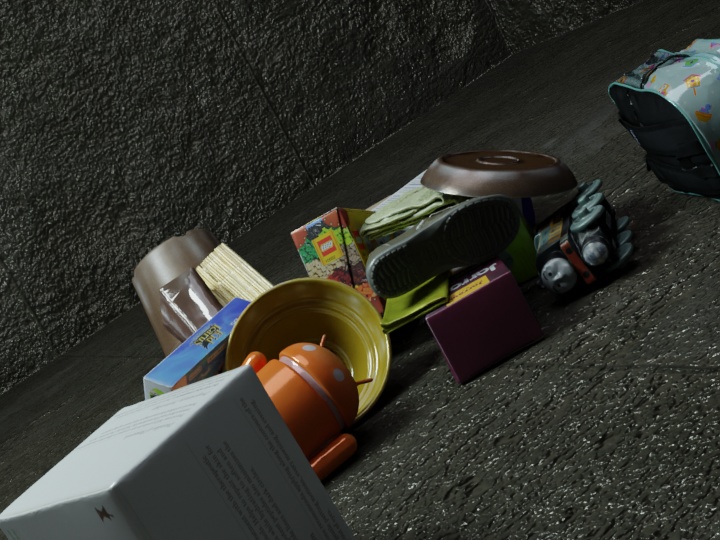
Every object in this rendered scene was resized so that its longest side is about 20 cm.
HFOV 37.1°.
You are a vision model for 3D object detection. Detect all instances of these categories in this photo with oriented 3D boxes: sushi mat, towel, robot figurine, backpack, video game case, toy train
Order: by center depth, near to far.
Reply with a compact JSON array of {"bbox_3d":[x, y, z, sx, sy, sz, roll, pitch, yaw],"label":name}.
[{"bbox_3d":[-0.083,0.159,1.164,0.200,0.117,0.143,-42,23,-19],"label":"robot figurine"},{"bbox_3d":[0.067,0.017,1.252,0.085,0.018,0.200,-30,12,14],"label":"towel"},{"bbox_3d":[0.408,-0.178,1.268,0.152,0.177,0.200,-32,15,6],"label":"backpack"},{"bbox_3d":[0.261,-0.035,1.279,0.113,0.085,0.200,-38,9,22],"label":"toy train"},{"bbox_3d":[-0.184,0.161,1.311,0.045,0.184,0.200,15,32,22],"label":"video game case"},{"bbox_3d":[0.091,-0.093,1.431,0.146,0.037,0.200,-19,6,27],"label":"towel"},{"bbox_3d":[-0.170,0.043,1.518,0.096,0.012,0.199,-47,54,-8],"label":"sushi mat"}]

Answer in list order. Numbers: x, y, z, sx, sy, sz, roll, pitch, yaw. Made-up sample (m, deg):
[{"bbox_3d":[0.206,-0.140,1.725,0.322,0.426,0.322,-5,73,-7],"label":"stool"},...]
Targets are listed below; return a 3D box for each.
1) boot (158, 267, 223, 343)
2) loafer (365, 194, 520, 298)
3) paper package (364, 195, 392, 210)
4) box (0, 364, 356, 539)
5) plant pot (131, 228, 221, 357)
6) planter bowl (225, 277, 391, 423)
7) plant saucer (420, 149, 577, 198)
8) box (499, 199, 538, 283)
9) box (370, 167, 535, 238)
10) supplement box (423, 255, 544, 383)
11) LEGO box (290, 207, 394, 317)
[{"bbox_3d":[-0.232,0.118,1.487,0.188,0.199,0.064,-57,-32,8],"label":"boot"},{"bbox_3d":[0.088,-0.036,1.220,0.197,0.076,0.070,-22,20,-13],"label":"loafer"},{"bbox_3d":[0.008,-0.032,1.831,0.198,0.105,0.191,-30,11,-2],"label":"paper package"},{"bbox_3d":[-0.148,0.221,0.889,0.198,0.201,0.171,-21,14,42],"label":"box"},{"bbox_3d":[-0.243,0.060,1.651,0.198,0.200,0.201,-31,-18,-11],"label":"plant pot"},{"bbox_3d":[-0.059,0.117,1.295,0.199,0.201,0.084,-32,-23,-11],"label":"planter bowl"},{"bbox_3d":[0.173,-0.124,1.341,0.196,0.033,0.201,0,16,0],"label":"plant saucer"},{"bbox_3d":[0.128,-0.012,1.381,0.198,0.122,0.048,-27,33,16],"label":"box"},{"bbox_3d":[0.131,-0.073,1.608,0.199,0.106,0.182,-38,27,-32],"label":"box"},{"bbox_3d":[0.130,0.041,1.246,0.109,0.087,0.200,-29,12,4],"label":"supplement box"},{"bbox_3d":[0.000,0.000,1.457,0.076,0.151,0.200,-27,-7,17],"label":"LEGO box"}]
